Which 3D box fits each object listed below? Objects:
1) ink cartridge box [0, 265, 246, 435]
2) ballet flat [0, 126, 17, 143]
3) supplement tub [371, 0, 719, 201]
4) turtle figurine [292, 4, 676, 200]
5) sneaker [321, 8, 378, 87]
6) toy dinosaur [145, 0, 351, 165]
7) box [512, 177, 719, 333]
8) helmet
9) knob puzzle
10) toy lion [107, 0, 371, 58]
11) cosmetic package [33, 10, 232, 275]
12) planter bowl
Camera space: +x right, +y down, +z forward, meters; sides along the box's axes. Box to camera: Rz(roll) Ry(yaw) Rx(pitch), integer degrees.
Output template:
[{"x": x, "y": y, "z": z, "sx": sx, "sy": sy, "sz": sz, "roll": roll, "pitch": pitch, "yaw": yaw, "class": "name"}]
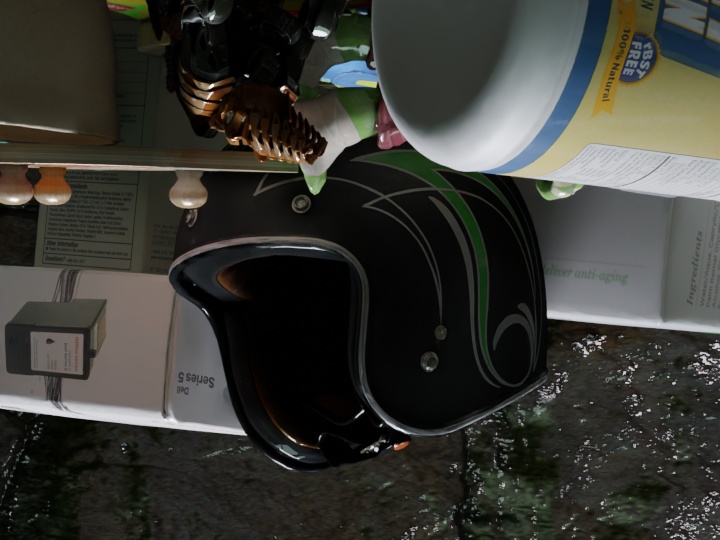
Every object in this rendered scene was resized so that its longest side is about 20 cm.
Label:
[{"x": -0.141, "y": 0.048, "z": 1.500, "sx": 0.199, "sy": 0.085, "sz": 0.145, "roll": 3, "pitch": 174, "yaw": 36, "class": "ink cartridge box"}, {"x": -0.193, "y": -0.104, "z": 1.427, "sx": 0.070, "sy": 0.068, "sz": 0.200, "roll": 29, "pitch": -178, "yaw": 3, "class": "ballet flat"}, {"x": 0.120, "y": -0.104, "z": 1.019, "sx": 0.198, "sy": 0.146, "sz": 0.144, "roll": 5, "pitch": 180, "yaw": -27, "class": "supplement tub"}, {"x": 0.064, "y": -0.093, "z": 1.289, "sx": 0.192, "sy": 0.145, "sz": 0.200, "roll": -14, "pitch": 171, "yaw": 8, "class": "turtle figurine"}, {"x": 0.014, "y": -0.142, "z": 1.680, "sx": 0.104, "sy": 0.076, "sz": 0.199, "roll": 7, "pitch": 180, "yaw": -37, "class": "sneaker"}, {"x": -0.051, "y": -0.115, "z": 1.226, "sx": 0.102, "sy": 0.137, "sz": 0.200, "roll": -9, "pitch": -139, "yaw": -44, "class": "toy dinosaur"}, {"x": 0.155, "y": -0.068, "z": 1.491, "sx": 0.198, "sy": 0.202, "sz": 0.171, "roll": 6, "pitch": 179, "yaw": 40, "class": "box"}, {"x": 0.000, "y": 0.000, "z": 1.372, "sx": 0.199, "sy": 0.192, "sz": 0.200, "roll": -23, "pitch": 180, "yaw": 0, "class": "helmet"}, {"x": -0.160, "y": -0.048, "z": 1.269, "sx": 0.218, "sy": 0.031, "sz": 0.220, "roll": 2, "pitch": -178, "yaw": 0, "class": "knob puzzle"}, {"x": -0.092, "y": -0.167, "z": 1.383, "sx": 0.199, "sy": 0.069, "sz": 0.191, "roll": 6, "pitch": 172, "yaw": -43, "class": "toy lion"}, {"x": -0.135, "y": -0.094, "z": 1.549, "sx": 0.105, "sy": 0.202, "sz": 0.071, "roll": 6, "pitch": 180, "yaw": 41, "class": "cosmetic package"}, {"x": -0.211, "y": -0.137, "z": 1.237, "sx": 0.198, "sy": 0.136, "sz": 0.200, "roll": 5, "pitch": 180, "yaw": 0, "class": "planter bowl"}]
